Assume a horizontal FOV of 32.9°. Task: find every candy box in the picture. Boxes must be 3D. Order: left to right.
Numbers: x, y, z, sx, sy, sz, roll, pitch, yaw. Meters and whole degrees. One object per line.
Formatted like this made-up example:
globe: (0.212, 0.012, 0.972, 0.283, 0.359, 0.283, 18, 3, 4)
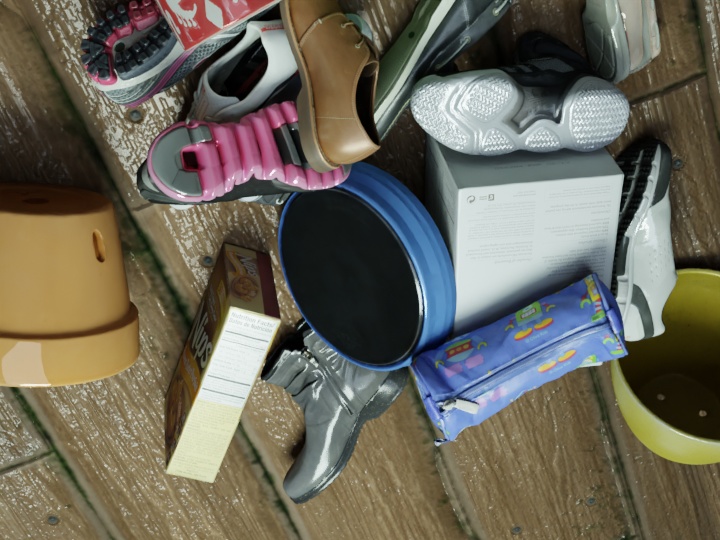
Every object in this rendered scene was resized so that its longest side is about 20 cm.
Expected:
candy box: (-0.138, 0.091, 1.190, 0.055, 0.116, 0.202, 14, 118, -18)

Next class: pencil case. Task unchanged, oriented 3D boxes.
pencil case: (0.138, 0.077, 1.070, 0.198, 0.087, 0.079, -27, 101, 6)

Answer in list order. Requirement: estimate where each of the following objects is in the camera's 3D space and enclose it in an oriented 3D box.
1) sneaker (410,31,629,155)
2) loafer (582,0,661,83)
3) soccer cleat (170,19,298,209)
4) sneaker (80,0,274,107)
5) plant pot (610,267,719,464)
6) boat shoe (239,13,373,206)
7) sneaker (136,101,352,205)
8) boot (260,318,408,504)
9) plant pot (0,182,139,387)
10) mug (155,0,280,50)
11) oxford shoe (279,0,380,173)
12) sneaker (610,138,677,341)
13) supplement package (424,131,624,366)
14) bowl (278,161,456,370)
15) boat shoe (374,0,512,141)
sneaker: (0.132, -0.160, 1.087, 0.197, 0.114, 0.076, 2, 125, -13)
loafer: (0.230, -0.266, 1.077, 0.062, 0.072, 0.202, -24, 129, -14)
soccer cleat: (-0.123, -0.137, 1.065, 0.069, 0.085, 0.200, 47, 109, 16)
sneaker: (-0.143, -0.215, 1.039, 0.198, 0.081, 0.075, -31, 158, -3)
plant pot: (0.347, 0.121, 1.268, 0.197, 0.202, 0.143, -7, 146, -5)
boat shoe: (-0.043, -0.138, 1.104, 0.066, 0.070, 0.201, 20, 113, -43)
sneaker: (-0.102, -0.090, 1.038, 0.198, 0.080, 0.095, -7, 169, -33)
boot: (-0.055, 0.137, 1.270, 0.131, 0.070, 0.201, 32, 100, -22)
plant pot: (-0.291, 0.004, 1.079, 0.197, 0.200, 0.142, 3, 105, -11)
mug: (-0.128, -0.280, 0.902, 0.132, 0.177, 0.202, -30, 103, -15)
oxford shoe: (-0.019, -0.188, 1.008, 0.070, 0.071, 0.203, -11, 90, 29)
sneaker: (0.275, -0.027, 1.198, 0.079, 0.074, 0.203, 10, 95, -22)
supplement package: (0.144, -0.028, 1.147, 0.149, 0.151, 0.203, -5, 121, -7)
bowl: (0.000, 0.000, 1.124, 0.039, 0.199, 0.203, -30, 132, -39)
boat shoe: (0.056, -0.179, 1.089, 0.067, 0.072, 0.201, 30, 109, -24)
